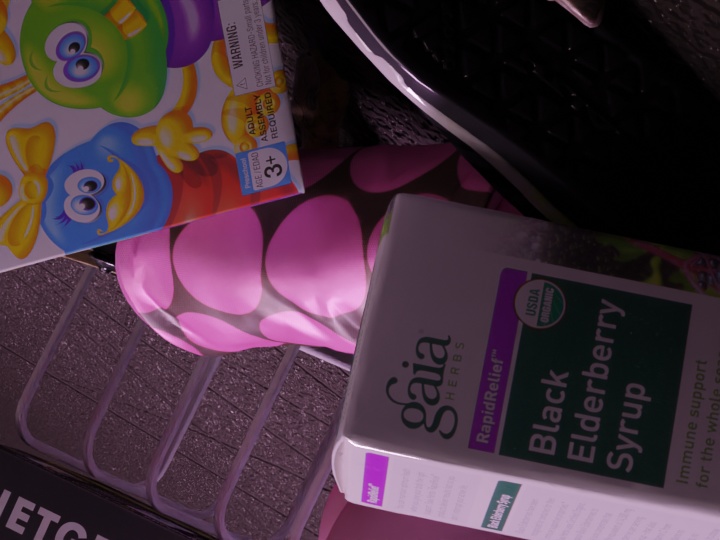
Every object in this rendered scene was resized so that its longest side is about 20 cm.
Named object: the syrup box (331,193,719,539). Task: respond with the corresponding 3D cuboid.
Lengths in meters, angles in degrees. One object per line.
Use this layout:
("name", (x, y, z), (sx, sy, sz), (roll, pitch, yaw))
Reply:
("syrup box", (0.095, 0.044, 0.596), (0.198, 0.079, 0.082), (12, 161, 2))

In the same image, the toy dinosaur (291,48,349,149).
("toy dinosaur", (-0.008, -0.015, 0.869), (0.106, 0.060, 0.200), (26, 158, 39))

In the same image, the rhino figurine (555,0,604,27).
("rhino figurine", (0.067, -0.100, 0.447), (0.200, 0.088, 0.060), (40, -167, 2))

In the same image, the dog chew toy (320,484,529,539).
("dog chew toy", (0.038, 0.110, 0.741), (0.125, 0.124, 0.200), (46, -177, -14))

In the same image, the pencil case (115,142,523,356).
("pencil case", (0.000, 0.000, 0.761), (0.199, 0.091, 0.094), (4, 158, 42))

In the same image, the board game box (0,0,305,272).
("board game box", (-0.135, -0.063, 0.713), (0.103, 0.199, 0.106), (-138, 35, -64))

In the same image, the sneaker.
("sneaker", (0.039, -0.062, 0.618), (0.200, 0.072, 0.083), (47, 164, -16))

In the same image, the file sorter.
("file sorter", (-0.050, 0.075, 0.981), (0.199, 0.125, 0.139), (20, 171, 35))

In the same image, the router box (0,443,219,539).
("router box", (-0.101, 0.148, 0.964), (0.199, 0.053, 0.157), (21, 172, 26))

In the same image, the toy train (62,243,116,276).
("toy train", (-0.063, 0.001, 0.878), (0.199, 0.034, 0.046), (18, 177, 21))
